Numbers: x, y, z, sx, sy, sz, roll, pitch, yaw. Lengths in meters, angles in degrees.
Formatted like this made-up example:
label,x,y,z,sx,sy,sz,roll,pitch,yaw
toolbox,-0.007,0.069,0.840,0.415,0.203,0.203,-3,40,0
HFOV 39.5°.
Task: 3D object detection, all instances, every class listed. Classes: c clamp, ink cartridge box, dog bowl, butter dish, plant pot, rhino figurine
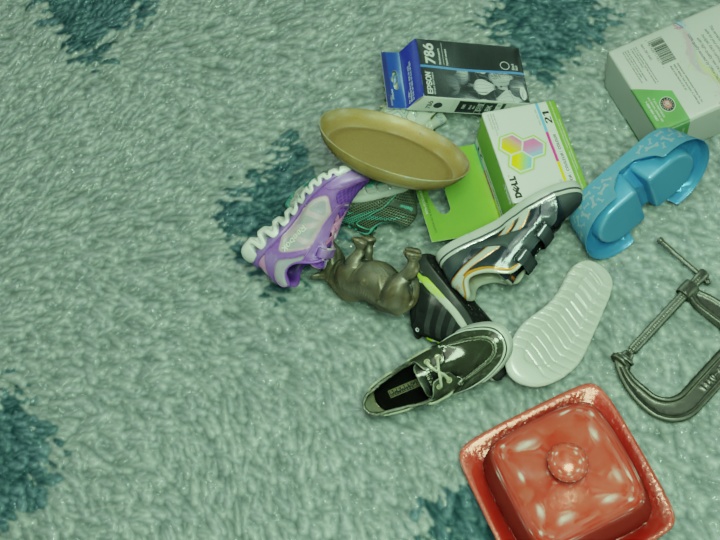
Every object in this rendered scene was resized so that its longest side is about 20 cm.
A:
label,x,y,z,sx,sy,sz,roll,pitch,yaw
c clamp,0.385,0.081,1.238,0.171,0.027,0.200,36,75,17
ink cartridge box,0.450,-0.256,1.341,0.200,0.084,0.145,-23,65,0
dog bowl,0.349,-0.102,1.274,0.200,0.112,0.050,-41,52,0
ink cartridge box,0.131,-0.267,1.389,0.199,0.039,0.100,0,65,-15
butter dish,0.231,0.231,1.128,0.200,0.148,0.200,-25,65,-2
plant pot,0.040,-0.151,1.269,0.199,0.028,0.200,15,27,-8
ink cartridge box,0.175,-0.129,1.317,0.199,0.076,0.148,-11,64,-9
rhino figurine,0.000,0.000,1.291,0.200,0.060,0.088,16,101,40

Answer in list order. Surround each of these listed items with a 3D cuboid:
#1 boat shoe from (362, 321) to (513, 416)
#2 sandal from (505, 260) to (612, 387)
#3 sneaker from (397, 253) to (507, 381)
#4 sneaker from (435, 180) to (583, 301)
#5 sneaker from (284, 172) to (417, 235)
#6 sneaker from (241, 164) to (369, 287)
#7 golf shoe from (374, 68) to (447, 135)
label,x,y,z,sx,sy,sz,roll,pitch,yaw
boat shoe,0.092,0.126,1.206,0.200,0.064,0.071,-31,84,23
sandal,0.251,0.074,1.253,0.082,0.050,0.203,41,65,8
sneaker,0.111,0.070,1.280,0.083,0.072,0.200,-44,64,22
sneaker,0.197,-0.032,1.245,0.200,0.078,0.080,-31,66,11
sneaker,-0.011,-0.084,1.353,0.200,0.091,0.078,-4,33,32
sneaker,-0.055,-0.052,1.272,0.200,0.080,0.089,-42,73,18
golf shoe,0.070,-0.205,1.395,0.097,0.078,0.201,10,69,8
